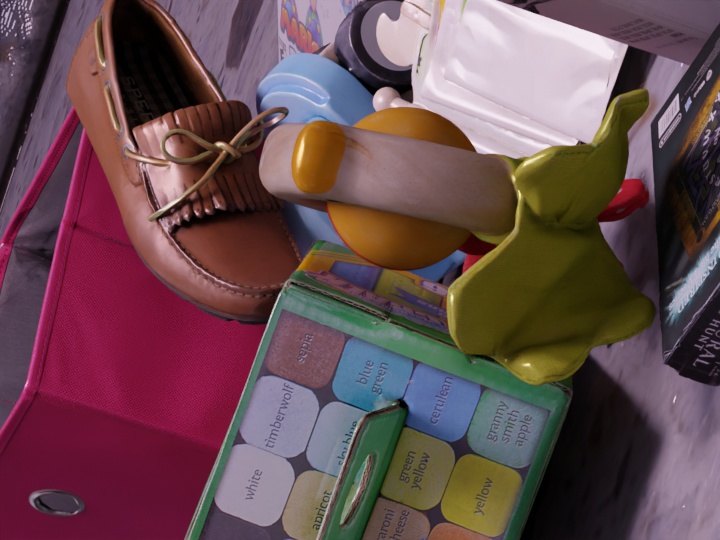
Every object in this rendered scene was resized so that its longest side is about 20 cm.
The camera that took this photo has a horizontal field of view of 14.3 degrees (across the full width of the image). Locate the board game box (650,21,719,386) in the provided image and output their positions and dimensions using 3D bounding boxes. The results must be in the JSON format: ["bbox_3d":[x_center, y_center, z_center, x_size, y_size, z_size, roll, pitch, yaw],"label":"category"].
[{"bbox_3d":[0.162,-0.071,1.028,0.136,0.028,0.200,-87,21,-45],"label":"board game box"}]

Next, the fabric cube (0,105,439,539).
[{"bbox_3d":[-0.089,0.051,1.487,0.196,0.198,0.201,130,155,-54],"label":"fabric cube"}]

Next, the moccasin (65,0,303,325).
[{"bbox_3d":[-0.077,-0.055,1.351,0.078,0.073,0.202,109,147,-41],"label":"moccasin"}]

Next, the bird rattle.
[{"bbox_3d":[0.042,-0.033,1.119,0.200,0.162,0.113,-118,43,-81],"label":"bird rattle"}]

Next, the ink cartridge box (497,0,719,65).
[{"bbox_3d":[0.078,-0.180,1.139,0.084,0.199,0.146,174,113,-77],"label":"ink cartridge box"}]

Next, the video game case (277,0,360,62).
[{"bbox_3d":[-0.011,-0.154,1.582,0.200,0.024,0.183,-126,32,-60],"label":"video game case"}]

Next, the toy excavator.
[{"bbox_3d":[0.000,0.000,1.378,0.200,0.194,0.100,-47,4,-23],"label":"toy excavator"}]

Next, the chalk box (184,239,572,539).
[{"bbox_3d":[0.010,0.074,1.144,0.200,0.123,0.125,-66,-3,-82],"label":"chalk box"}]

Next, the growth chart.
[{"bbox_3d":[0.078,-0.132,1.276,0.145,0.018,0.201,37,118,33],"label":"growth chart"}]
